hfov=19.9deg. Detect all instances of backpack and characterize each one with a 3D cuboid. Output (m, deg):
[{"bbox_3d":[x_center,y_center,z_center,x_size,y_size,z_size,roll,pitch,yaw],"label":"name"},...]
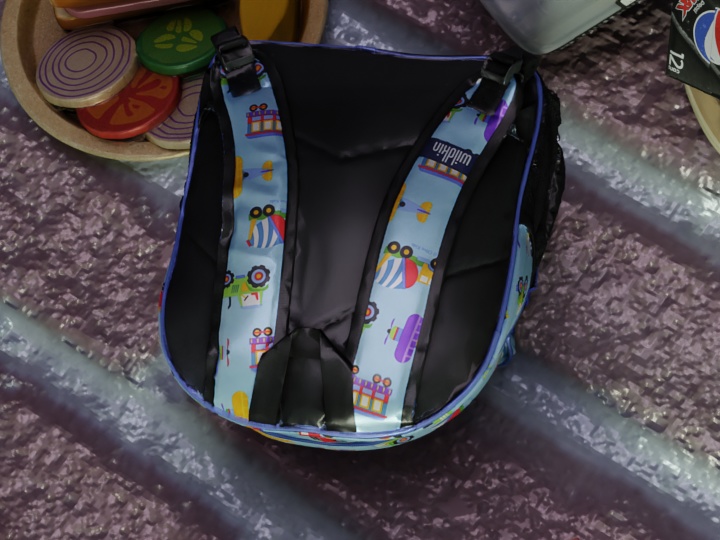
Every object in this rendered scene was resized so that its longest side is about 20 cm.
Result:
[{"bbox_3d":[0.000,0.000,0.982,0.182,0.135,0.201,5,64,11],"label":"backpack"}]

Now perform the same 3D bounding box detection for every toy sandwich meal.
[{"bbox_3d":[-0.111,-0.156,1.115,0.204,0.070,0.206,-4,63,8],"label":"toy sandwich meal"}]

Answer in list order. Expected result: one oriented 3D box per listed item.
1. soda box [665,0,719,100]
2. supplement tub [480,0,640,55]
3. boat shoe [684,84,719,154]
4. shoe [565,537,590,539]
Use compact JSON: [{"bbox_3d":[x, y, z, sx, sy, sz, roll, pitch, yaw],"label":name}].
[{"bbox_3d":[0.237,-0.145,1.003,0.200,0.071,0.063,-28,43,-34],"label":"soda box"},{"bbox_3d":[0.142,-0.207,1.036,0.200,0.122,0.123,-32,60,19],"label":"supplement tub"},{"bbox_3d":[0.222,-0.066,1.014,0.074,0.069,0.200,-28,63,-5],"label":"boat shoe"},{"bbox_3d":[0.018,0.160,0.935,0.200,0.072,0.091,-34,69,-3],"label":"shoe"}]
